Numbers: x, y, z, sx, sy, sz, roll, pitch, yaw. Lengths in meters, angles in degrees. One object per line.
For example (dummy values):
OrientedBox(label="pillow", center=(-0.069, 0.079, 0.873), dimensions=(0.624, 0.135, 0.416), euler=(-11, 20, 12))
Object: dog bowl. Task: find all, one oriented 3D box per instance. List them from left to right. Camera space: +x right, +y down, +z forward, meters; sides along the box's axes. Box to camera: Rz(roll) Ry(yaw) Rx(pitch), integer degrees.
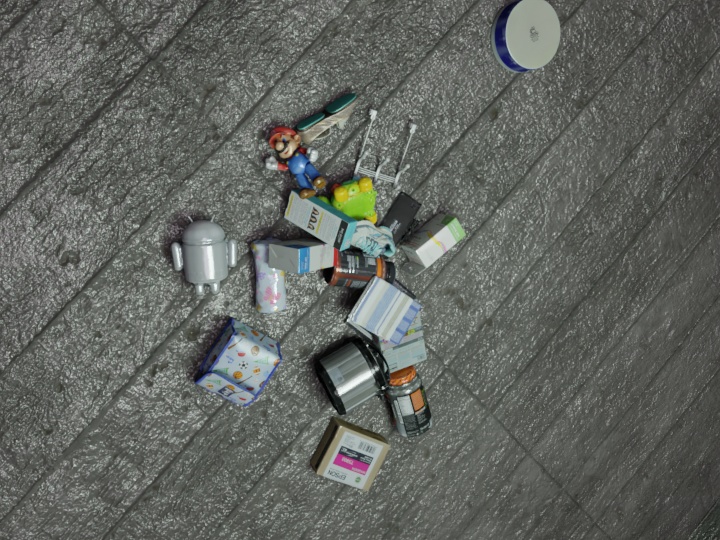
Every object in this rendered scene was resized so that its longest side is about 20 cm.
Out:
OrientedBox(label="dog bowl", center=(0.490, -0.697, 1.814), dimensions=(0.196, 0.079, 0.204), euler=(-5, 103, -21))

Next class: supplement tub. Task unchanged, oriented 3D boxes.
OrientedBox(label="supplement tub", center=(0.000, 0.000, 1.755), dimensions=(0.196, 0.107, 0.109), euler=(8, 99, -21))
OrientedBox(label="supplement tub", center=(0.145, 0.399, 1.890), dimensions=(0.121, 0.122, 0.203), euler=(-21, 108, -16))

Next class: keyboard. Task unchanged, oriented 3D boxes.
OrientedBox(label="keyboard", center=(0.108, -0.123, 1.820), dimensions=(0.103, 0.040, 0.202), euler=(33, 90, 0))

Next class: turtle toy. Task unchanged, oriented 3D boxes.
OrientedBox(label="turtle toy", center=(-0.045, -0.187, 1.700), dimensions=(0.197, 0.101, 0.148), euler=(-21, 132, -13))

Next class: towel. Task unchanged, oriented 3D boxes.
OrientedBox(label="towel", center=(0.072, 0.117, 1.757), dimensions=(0.199, 0.024, 0.148), euler=(31, 91, -32))

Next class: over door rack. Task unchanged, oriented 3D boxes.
OrientedBox(label="over door rack", center=(0.073, -0.343, 1.734), dimensions=(0.145, 0.066, 0.204), euler=(12, 97, -24))

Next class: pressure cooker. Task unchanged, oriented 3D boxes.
OrientedBox(label="pressure cooker", center=(-0.014, 0.302, 1.777), dimensions=(0.198, 0.178, 0.178), euler=(-29, 107, -12))

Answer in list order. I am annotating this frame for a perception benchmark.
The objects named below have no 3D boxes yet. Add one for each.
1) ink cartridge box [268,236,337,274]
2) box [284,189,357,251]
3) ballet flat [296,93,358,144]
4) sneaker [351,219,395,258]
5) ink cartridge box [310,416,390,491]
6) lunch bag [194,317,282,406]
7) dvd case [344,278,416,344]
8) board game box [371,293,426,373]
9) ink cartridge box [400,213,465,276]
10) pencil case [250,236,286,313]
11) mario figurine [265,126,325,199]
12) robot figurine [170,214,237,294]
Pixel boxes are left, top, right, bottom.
OrientedBox(label="ink cartridge box", center=(-0.139, -0.045, 1.644), dimensions=(0.198, 0.115, 0.069), euler=(-13, 108, -52))
OrientedBox(label="box", center=(-0.107, -0.137, 1.634), dimensions=(0.049, 0.198, 0.083), euler=(-23, 139, -56))
OrientedBox(label="ballet flat", center=(-0.084, -0.409, 1.668), dimensions=(0.198, 0.068, 0.068), euler=(-31, 130, -7))
OrientedBox(label="sneaker", center=(0.031, -0.082, 1.702), dimensions=(0.198, 0.087, 0.078), euler=(4, 143, -47))
OrientedBox(label="ink cartridge box", center=(-0.030, 0.566, 1.884), dimensions=(0.198, 0.075, 0.167), euler=(26, 90, -25))
OrientedBox(label="lunch bag", center=(-0.336, 0.266, 1.679), dimensions=(0.169, 0.124, 0.201), euler=(33, 102, -23))
OrientedBox(label="dvd case", center=(0.061, 0.117, 1.855), dimensions=(0.148, 0.016, 0.201), euler=(38, 85, -25))
OrientedBox(label="board game box", center=(0.111, 0.191, 1.849), dimensions=(0.145, 0.064, 0.204), euler=(-16, 109, -19))
OrientedBox(label="ink cartridge box", center=(0.198, -0.078, 1.811), dimensions=(0.199, 0.117, 0.068), euler=(-40, 111, -10))
OrientedBox(label="pencil case", center=(-0.251, 0.014, 1.675), dimensions=(0.089, 0.083, 0.204), euler=(-3, 103, 0))
OrientedBox(label="mario figurine", center=(-0.180, -0.288, 1.597), dimensions=(0.122, 0.106, 0.202), euler=(-32, 80, -13))
OrientedBox(label="robot figurine", center=(-0.403, -0.042, 1.586), dimensions=(0.166, 0.113, 0.204), euler=(-6, 103, -13))
